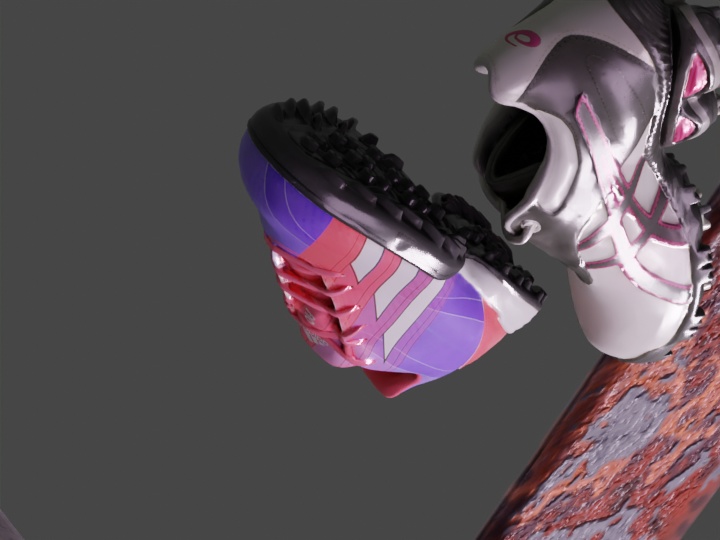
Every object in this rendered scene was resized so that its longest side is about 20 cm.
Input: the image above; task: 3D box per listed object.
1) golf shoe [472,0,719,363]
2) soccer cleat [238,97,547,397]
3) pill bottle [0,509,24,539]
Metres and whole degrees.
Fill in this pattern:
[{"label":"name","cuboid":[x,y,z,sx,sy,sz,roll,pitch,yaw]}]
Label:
[{"label":"golf shoe","cuboid":[0.080,-0.034,1.029,0.088,0.077,0.200,-21,142,-14]},{"label":"soccer cleat","cuboid":[0.000,0.000,0.963,0.073,0.068,0.200,-42,157,8]},{"label":"pill bottle","cuboid":[-0.124,0.137,0.840,0.109,0.200,0.110,-32,152,-19]}]
